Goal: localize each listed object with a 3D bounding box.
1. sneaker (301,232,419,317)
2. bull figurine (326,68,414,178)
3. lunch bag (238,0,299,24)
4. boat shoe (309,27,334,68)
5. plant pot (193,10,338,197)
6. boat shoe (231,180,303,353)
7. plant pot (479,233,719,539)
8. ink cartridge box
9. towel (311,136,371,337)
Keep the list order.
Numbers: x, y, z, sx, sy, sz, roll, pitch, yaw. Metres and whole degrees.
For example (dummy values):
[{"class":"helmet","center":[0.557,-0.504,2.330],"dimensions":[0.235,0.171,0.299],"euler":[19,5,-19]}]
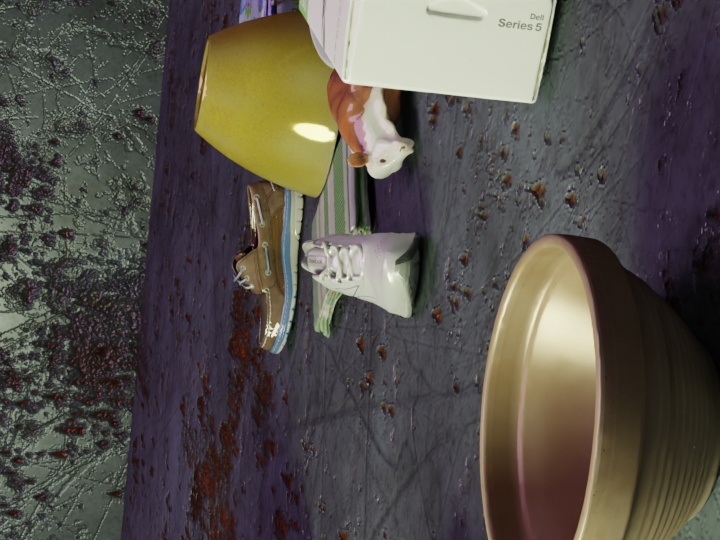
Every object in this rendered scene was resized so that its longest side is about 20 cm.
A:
[{"class":"sneaker","center":[0.000,0.000,1.642],"dimensions":[0.200,0.086,0.075],"euler":[176,100,-76]},{"class":"bull figurine","center":[0.008,-0.164,1.714],"dimensions":[0.200,0.065,0.122],"euler":[-125,45,-66]},{"class":"lunch bag","center":[-0.093,-0.310,2.165],"dimensions":[0.200,0.082,0.162],"euler":[-141,54,-75]},{"class":"boat shoe","center":[-0.013,-0.292,1.872],"dimensions":[0.070,0.070,0.202],"euler":[47,-141,-70]},{"class":"plant pot","center":[-0.100,-0.188,1.970],"dimensions":[0.200,0.141,0.202],"euler":[-171,90,-81]},{"class":"boat shoe","center":[-0.112,-0.005,2.150],"dimensions":[0.072,0.072,0.202],"euler":[166,108,-76]},{"class":"plant pot","center":[0.136,0.084,1.015],"dimensions":[0.201,0.092,0.203],"euler":[-175,90,-76]},{"class":"ink cartridge box","center":[0.043,-0.197,1.359],"dimensions":[0.200,0.144,0.085],"euler":[-114,30,-65]},{"class":"towel","center":[-0.021,-0.045,1.891],"dimensions":[0.200,0.023,0.154],"euler":[110,161,-54]}]
